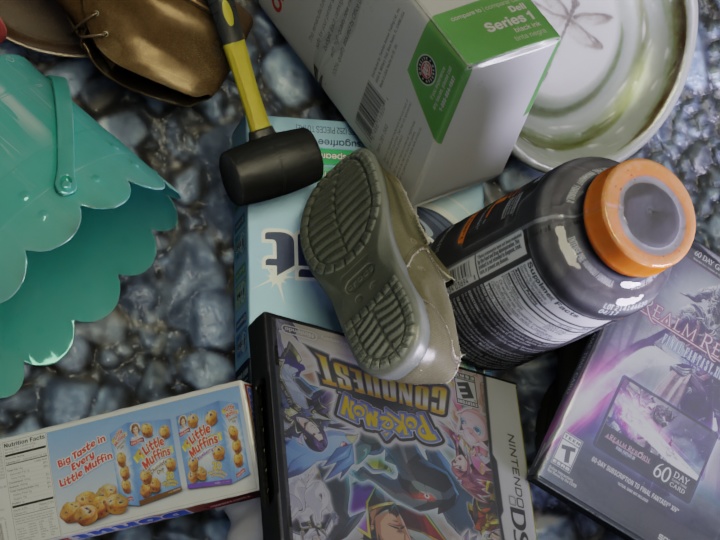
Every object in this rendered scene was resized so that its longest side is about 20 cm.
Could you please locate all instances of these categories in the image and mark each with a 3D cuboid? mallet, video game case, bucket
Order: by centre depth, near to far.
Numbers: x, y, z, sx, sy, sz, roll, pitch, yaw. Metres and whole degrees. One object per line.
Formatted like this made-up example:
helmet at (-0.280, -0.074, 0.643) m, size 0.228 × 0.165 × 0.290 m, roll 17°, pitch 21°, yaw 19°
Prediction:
bucket at (-0.226, -0.027, 1.646) m, size 0.207 × 0.207 × 0.135 m, roll -40°, pitch 79°, yaw -23°
video game case at (0.024, 0.129, 1.657) m, size 0.199 × 0.025 × 0.181 m, roll 17°, pitch 50°, yaw -30°
mallet at (-0.090, -0.139, 1.732) m, size 0.066 × 0.041 × 0.201 m, roll -27°, pitch 99°, yaw -19°
video game case at (0.208, 0.084, 1.746) m, size 0.143 × 0.019 × 0.201 m, roll 32°, pitch 72°, yaw -17°

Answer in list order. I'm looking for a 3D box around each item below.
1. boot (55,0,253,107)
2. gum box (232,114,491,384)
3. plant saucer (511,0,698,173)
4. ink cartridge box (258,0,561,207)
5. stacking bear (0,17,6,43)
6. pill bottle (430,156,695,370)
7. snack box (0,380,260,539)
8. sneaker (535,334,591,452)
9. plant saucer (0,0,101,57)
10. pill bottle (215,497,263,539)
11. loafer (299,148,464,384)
boot at (-0.173, -0.177, 1.746) m, size 0.199 × 0.074 × 0.076 m, roll 26°, pitch 74°, yaw -10°
gum box at (0.000, 0.000, 1.785) m, size 0.169 × 0.045 × 0.201 m, roll 3°, pitch 72°, yaw -16°
plant saucer at (0.148, -0.168, 1.851) m, size 0.199 × 0.050 × 0.201 m, roll -10°, pitch 108°, yaw -33°
ink cartridge box at (0.028, -0.168, 1.761) m, size 0.084 × 0.146 × 0.200 m, roll -20°, pitch 62°, yaw -30°
stacking bear at (-0.328, -0.107, 1.694) m, size 0.113 × 0.121 × 0.200 m, roll 34°, pitch 76°, yaw 4°
pill bottle at (0.130, -0.009, 1.696) m, size 0.106 × 0.200 × 0.107 m, roll 10°, pitch 69°, yaw -28°
snack box at (-0.157, 0.127, 1.657) m, size 0.199 × 0.024 × 0.072 m, roll -14°, pitch 74°, yaw 13°
sneaker at (0.165, 0.040, 1.797) m, size 0.076 × 0.091 × 0.201 m, roll 4°, pitch 71°, yaw -13°
plant saucer at (-0.202, -0.235, 1.807) m, size 0.199 × 0.032 × 0.201 m, roll 5°, pitch 72°, yaw -16°
pill bottle at (-0.014, 0.190, 1.684) m, size 0.113 × 0.113 × 0.200 m, roll -35°, pitch 86°, yaw -23°
loafer at (0.016, 0.004, 1.706) m, size 0.070 × 0.075 × 0.201 m, roll 33°, pitch 29°, yaw -39°
